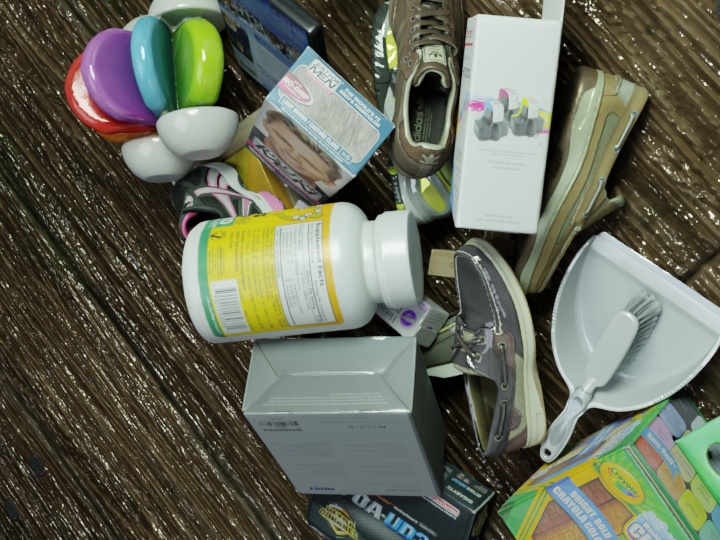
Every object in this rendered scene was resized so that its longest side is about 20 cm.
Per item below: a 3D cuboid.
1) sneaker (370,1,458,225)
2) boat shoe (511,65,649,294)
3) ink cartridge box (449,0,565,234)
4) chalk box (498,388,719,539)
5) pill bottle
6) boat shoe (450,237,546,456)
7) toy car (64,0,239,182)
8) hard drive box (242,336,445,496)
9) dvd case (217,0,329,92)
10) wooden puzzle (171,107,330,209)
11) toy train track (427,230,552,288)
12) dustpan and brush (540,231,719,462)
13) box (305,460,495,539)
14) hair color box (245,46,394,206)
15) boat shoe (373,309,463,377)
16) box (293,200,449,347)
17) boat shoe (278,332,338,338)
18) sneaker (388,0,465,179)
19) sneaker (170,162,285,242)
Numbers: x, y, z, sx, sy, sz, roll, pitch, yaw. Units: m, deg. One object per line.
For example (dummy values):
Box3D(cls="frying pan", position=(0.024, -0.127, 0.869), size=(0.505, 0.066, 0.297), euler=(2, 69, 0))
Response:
Box3D(cls="sneaker", position=(0.056, -0.145, 0.903), size=(0.075, 0.075, 0.202), euler=(-11, 99, 9))
Box3D(cls="boat shoe", position=(0.183, -0.063, 0.821), size=(0.075, 0.072, 0.202), euler=(14, 120, -2))
Box3D(cls="ink cartridge box", position=(0.114, -0.140, 0.788), size=(0.067, 0.115, 0.203), euler=(5, 102, 1))
Box3D(cls="chalk box", position=(0.242, 0.192, 0.833), size=(0.125, 0.123, 0.200), euler=(55, 131, 8))
Box3D(cls="pill bottle", position=(-0.047, 0.000, 0.883), size=(0.197, 0.113, 0.114), euler=(-7, 104, 12))
Box3D(cls="boat shoe", position=(0.112, 0.073, 0.865), size=(0.072, 0.064, 0.202), euler=(25, 134, 60))
Box3D(cls="toy car", position=(-0.220, -0.193, 1.012), size=(0.199, 0.149, 0.177), euler=(-17, 76, 52))
Box3D(cls="hard drive box", position=(-0.008, 0.145, 0.946), size=(0.154, 0.078, 0.201), euler=(-1, 147, 12))
Box3D(cls="dvd case", position=(-0.079, -0.209, 0.928), size=(0.142, 0.018, 0.200), euler=(41, 167, 17))
Box3D(cls="wooden puzzle", position=(-0.120, -0.062, 1.087), size=(0.199, 0.037, 0.187), euler=(-23, 91, 42))
Box3D(cls="toy train track", position=(0.123, -0.046, 0.891), size=(0.113, 0.033, 0.202), euler=(7, 107, -7))
Box3D(cls="dustpan and brush", position=(0.209, 0.087, 0.861), size=(0.139, 0.057, 0.201), euler=(37, 128, 22))
Box3D(cls="box", position=(0.038, 0.259, 1.076), size=(0.199, 0.046, 0.161), euler=(29, 123, 28))
Box3D(cls="hair color box", position=(-0.044, -0.121, 0.900), size=(0.100, 0.061, 0.200), euler=(41, 169, -6))
Box3D(cls="boat shoe", position=(0.049, 0.078, 0.983), size=(0.200, 0.072, 0.061), euler=(-17, 94, 35))
Box3D(cls="box", position=(0.000, 0.000, 0.960), size=(0.200, 0.041, 0.039), euler=(40, 101, 32))
Box3D(cls="boat shoe", position=(-0.061, 0.084, 1.067), size=(0.067, 0.074, 0.201), euler=(19, 126, 12))
Box3D(cls="sneaker", position=(0.063, -0.180, 0.832), size=(0.076, 0.070, 0.203), euler=(168, 103, -78))
Box3D(cls="sneaker", position=(-0.156, -0.061, 1.025), size=(0.199, 0.086, 0.081), euler=(19, 119, 52))
